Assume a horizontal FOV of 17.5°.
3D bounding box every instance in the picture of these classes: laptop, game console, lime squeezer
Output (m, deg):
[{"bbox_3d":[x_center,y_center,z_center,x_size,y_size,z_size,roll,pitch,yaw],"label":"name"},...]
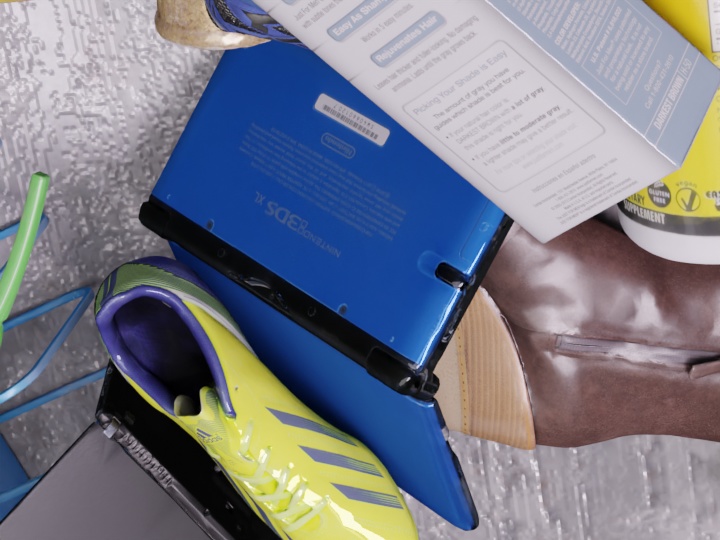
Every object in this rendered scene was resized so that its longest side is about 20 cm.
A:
[{"bbox_3d":[-0.102,0.137,1.151,0.103,0.200,0.177,-33,114,20],"label":"laptop"},{"bbox_3d":[0.000,0.000,1.125,0.200,0.118,0.171,31,95,39],"label":"game console"},{"bbox_3d":[-0.200,0.037,1.104,0.200,0.038,0.071,-36,71,21],"label":"lime squeezer"}]

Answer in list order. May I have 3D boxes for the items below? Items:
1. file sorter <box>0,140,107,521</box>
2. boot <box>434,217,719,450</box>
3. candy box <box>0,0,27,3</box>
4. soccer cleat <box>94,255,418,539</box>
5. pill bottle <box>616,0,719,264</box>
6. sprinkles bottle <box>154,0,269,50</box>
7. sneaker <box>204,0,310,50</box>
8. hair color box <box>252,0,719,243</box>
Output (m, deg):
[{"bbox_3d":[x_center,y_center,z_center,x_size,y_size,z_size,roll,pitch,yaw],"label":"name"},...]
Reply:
[{"bbox_3d":[-0.199,0.054,1.195,0.122,0.139,0.200,-23,107,21],"label":"file sorter"},{"bbox_3d":[0.113,-0.007,1.133,0.166,0.072,0.201,1,111,-1],"label":"boot"},{"bbox_3d":[-0.194,-0.227,1.101,0.136,0.061,0.201,-4,114,17],"label":"candy box"},{"bbox_3d":[-0.053,0.078,1.097,0.065,0.084,0.200,-42,90,16],"label":"soccer cleat"},{"bbox_3d":[0.159,-0.113,1.029,0.112,0.113,0.201,-2,114,16],"label":"pill bottle"},{"bbox_3d":[-0.069,-0.205,1.072,0.068,0.068,0.201,4,116,14],"label":"sprinkles bottle"},{"bbox_3d":[0.018,-0.130,1.065,0.199,0.076,0.078,10,159,-20],"label":"sneaker"},{"bbox_3d":[0.040,-0.107,0.962,0.200,0.061,0.099,39,146,-15],"label":"hair color box"}]
